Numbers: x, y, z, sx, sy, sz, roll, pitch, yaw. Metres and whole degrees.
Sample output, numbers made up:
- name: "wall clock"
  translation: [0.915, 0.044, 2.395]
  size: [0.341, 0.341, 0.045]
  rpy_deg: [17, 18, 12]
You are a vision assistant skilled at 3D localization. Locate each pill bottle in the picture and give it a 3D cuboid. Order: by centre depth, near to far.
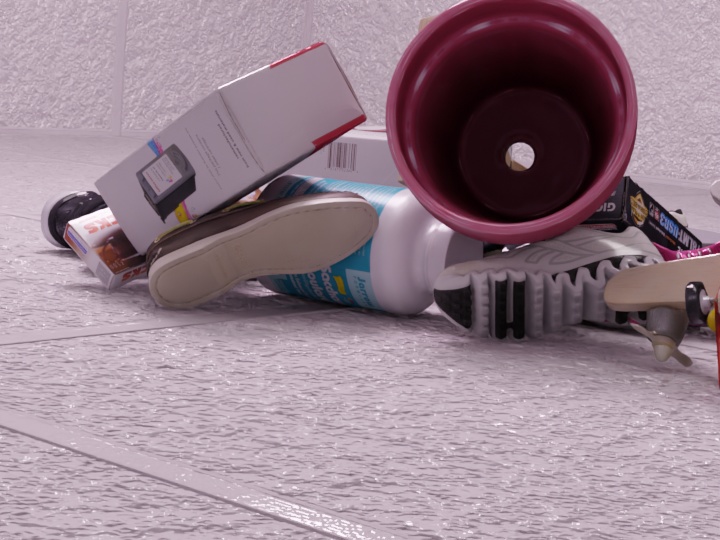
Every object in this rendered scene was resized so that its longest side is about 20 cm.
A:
- name: "pill bottle"
  translation: [0.006, -0.022, 1.394]
  size: [0.199, 0.111, 0.111]
  rpy_deg: [9, 9, 33]

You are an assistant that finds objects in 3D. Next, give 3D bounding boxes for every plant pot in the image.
- name: "plant pot"
  translation: [0.131, -0.114, 1.311]
  size: [0.199, 0.201, 0.179]
  rpy_deg: [6, -6, 11]

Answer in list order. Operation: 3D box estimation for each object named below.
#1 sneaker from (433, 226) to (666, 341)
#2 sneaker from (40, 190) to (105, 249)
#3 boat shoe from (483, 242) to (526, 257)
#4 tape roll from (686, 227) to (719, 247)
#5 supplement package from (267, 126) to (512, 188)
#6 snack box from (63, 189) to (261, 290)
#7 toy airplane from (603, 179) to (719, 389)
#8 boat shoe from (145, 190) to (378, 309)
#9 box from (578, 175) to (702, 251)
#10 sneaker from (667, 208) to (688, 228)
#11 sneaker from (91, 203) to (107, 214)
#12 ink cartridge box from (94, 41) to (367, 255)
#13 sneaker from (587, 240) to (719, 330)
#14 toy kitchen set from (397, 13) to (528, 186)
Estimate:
- name: "sneaker"
  translation: [0.155, 0.005, 1.289]
  size: [0.199, 0.075, 0.081]
  rpy_deg: [-4, 43, -8]
- name: "sneaker"
  translation: [-0.223, -0.051, 1.641]
  size: [0.199, 0.076, 0.114]
  rpy_deg: [-8, 14, -36]
- name: "boat shoe"
  translation: [0.137, 0.007, 1.404]
  size: [0.066, 0.075, 0.199]
  rpy_deg: [-2, 9, -30]
- name: "tape roll"
  translation: [0.297, -0.011, 1.668]
  size: [0.199, 0.067, 0.200]
  rpy_deg: [5, 8, -1]
- name: "supplement package"
  translation: [0.032, -0.076, 1.686]
  size: [0.191, 0.148, 0.200]
  rpy_deg: [9, 10, 32]
- name: "snack box"
  translation: [-0.173, -0.044, 1.457]
  size: [0.200, 0.024, 0.072]
  rpy_deg: [-25, 61, -41]
- name: "toy airplane"
  translation: [0.308, 0.016, 1.180]
  size: [0.199, 0.142, 0.200]
  rpy_deg: [-30, 31, -11]
- name: "boat shoe"
  translation: [-0.085, -0.028, 1.324]
  size: [0.199, 0.072, 0.060]
  rpy_deg: [-20, 37, -2]
- name: "box"
  translation: [0.198, -0.034, 1.493]
  size: [0.199, 0.050, 0.198]
  rpy_deg: [-1, -17, 31]
- name: "sneaker"
  translation: [0.295, -0.045, 1.841]
  size: [0.199, 0.088, 0.076]
  rpy_deg: [7, 10, 32]
- name: "sneaker"
  translation: [-0.172, -0.031, 1.537]
  size: [0.199, 0.071, 0.082]
  rpy_deg: [10, -11, -20]
- name: "ink cartridge box"
  translation: [-0.114, -0.106, 1.372]
  size: [0.200, 0.086, 0.147]
  rpy_deg: [-30, 3, 46]
- name: "sneaker"
  translation: [0.285, 0.019, 1.414]
  size: [0.199, 0.082, 0.088]
  rpy_deg: [-4, -21, 9]
- name: "toy kitchen set"
  translation: [0.170, -0.141, 1.552]
  size: [0.163, 0.181, 0.200]
  rpy_deg: [-6, -21, 39]
